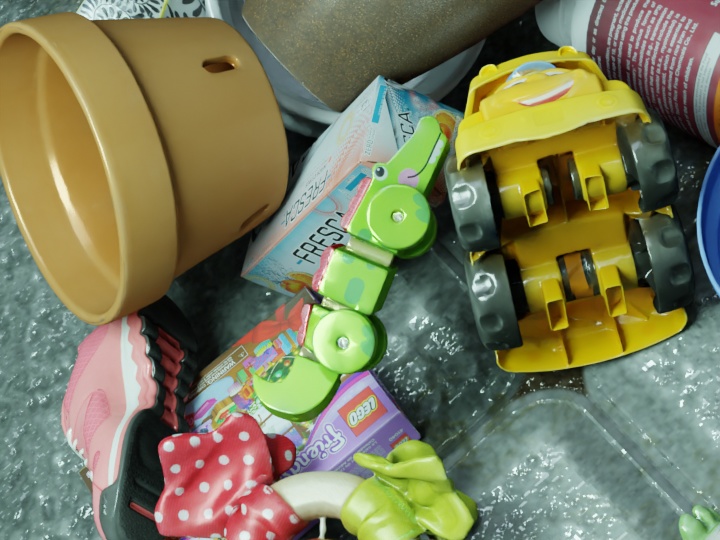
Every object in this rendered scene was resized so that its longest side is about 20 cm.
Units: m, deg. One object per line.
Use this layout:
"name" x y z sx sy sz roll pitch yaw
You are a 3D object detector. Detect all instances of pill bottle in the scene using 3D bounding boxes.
"pill bottle" 0.210 -0.151 1.427 0.200 0.113 0.113 32 78 40

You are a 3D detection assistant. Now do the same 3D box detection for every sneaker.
"sneaker" -0.156 0.108 1.447 0.087 0.074 0.201 -26 41 27

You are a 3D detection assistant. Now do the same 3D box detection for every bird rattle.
"bird rattle" -0.030 0.166 1.324 0.199 0.113 0.164 1 71 8

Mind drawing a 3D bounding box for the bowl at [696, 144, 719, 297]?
"bowl" 0.292 -0.035 1.266 0.200 0.039 0.201 -15 54 21

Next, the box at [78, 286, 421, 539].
"box" -0.075 0.121 1.452 0.200 0.039 0.137 -40 49 0

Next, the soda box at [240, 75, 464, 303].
"soda box" -0.008 -0.047 1.440 0.200 0.063 0.069 -40 31 56

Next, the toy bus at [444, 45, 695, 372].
"toy bus" 0.119 -0.068 1.367 0.135 0.200 0.193 -12 47 4

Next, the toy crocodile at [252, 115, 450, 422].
"toy crocodile" 0.000 0.000 1.317 0.062 0.068 0.201 25 93 7

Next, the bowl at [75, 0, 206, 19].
"bowl" -0.153 -0.141 1.619 0.201 0.094 0.201 -42 31 33

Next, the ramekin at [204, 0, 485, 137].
"ramekin" -0.014 -0.187 1.532 0.199 0.098 0.202 2 80 -10

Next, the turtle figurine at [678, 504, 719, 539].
"turtle figurine" 0.235 0.141 1.172 0.193 0.200 0.145 -15 62 43

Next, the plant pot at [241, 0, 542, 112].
"plant pot" 0.025 -0.203 1.405 0.200 0.187 0.187 -44 48 10

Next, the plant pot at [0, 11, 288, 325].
"plant pot" -0.139 -0.080 1.440 0.140 0.201 0.200 -19 42 -27
